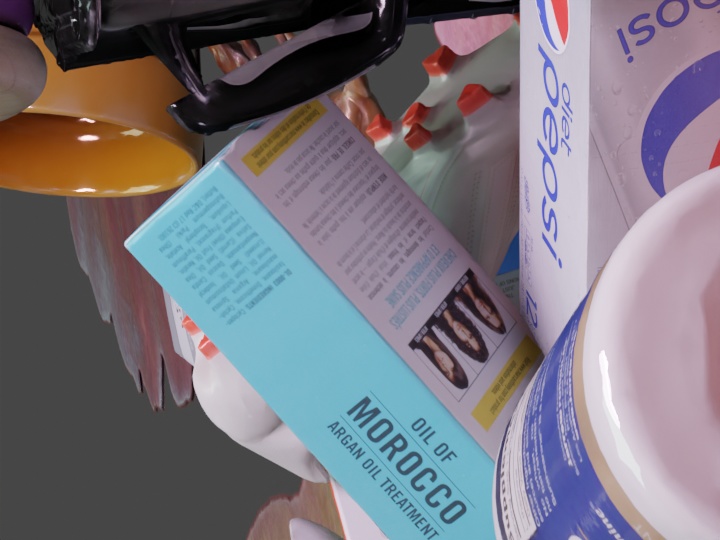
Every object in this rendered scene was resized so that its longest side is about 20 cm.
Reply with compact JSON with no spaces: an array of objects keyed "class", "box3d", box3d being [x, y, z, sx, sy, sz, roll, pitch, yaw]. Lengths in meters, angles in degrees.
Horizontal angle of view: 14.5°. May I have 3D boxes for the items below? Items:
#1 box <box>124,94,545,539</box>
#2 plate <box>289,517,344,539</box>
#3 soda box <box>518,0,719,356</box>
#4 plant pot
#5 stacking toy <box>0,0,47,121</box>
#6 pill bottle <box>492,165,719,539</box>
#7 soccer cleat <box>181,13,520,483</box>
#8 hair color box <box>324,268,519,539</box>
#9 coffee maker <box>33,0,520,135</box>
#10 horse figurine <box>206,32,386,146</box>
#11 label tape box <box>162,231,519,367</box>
[{"class":"box","box3d":[0.021,0.038,0.903,0.200,0.049,0.082,48,-150,-3]},{"class":"plate","box3d":[0.037,0.225,1.253,0.200,0.032,0.200,49,-158,-53]},{"class":"soda box","box3d":[0.086,-0.054,0.844,0.068,0.063,0.201,-116,20,-54]},{"class":"plant pot","box3d":[-0.201,-0.166,1.949,0.200,0.199,0.184,121,154,-73]},{"class":"stacking toy","box3d":[-0.152,-0.147,0.907,0.085,0.085,0.201,130,134,-76]},{"class":"pill bottle","box3d":[0.096,0.054,0.763,0.200,0.111,0.111,111,148,-69]},{"class":"soccer cleat","box3d":[0.026,-0.013,0.978,0.078,0.200,0.069,43,-173,-22]},{"class":"hair color box","box3d":[0.055,0.105,1.002,0.064,0.110,0.201,71,-177,-58]},{"class":"coffee maker","box3d":[-0.012,-0.142,0.916,0.192,0.199,0.135,-121,25,-60]},{"class":"horse figurine","box3d":[-0.028,-0.086,1.407,0.133,0.050,0.200,66,166,-19]},{"class":"label tape box","box3d":[0.000,0.000,1.106,0.200,0.143,0.066,-152,53,-79]}]
